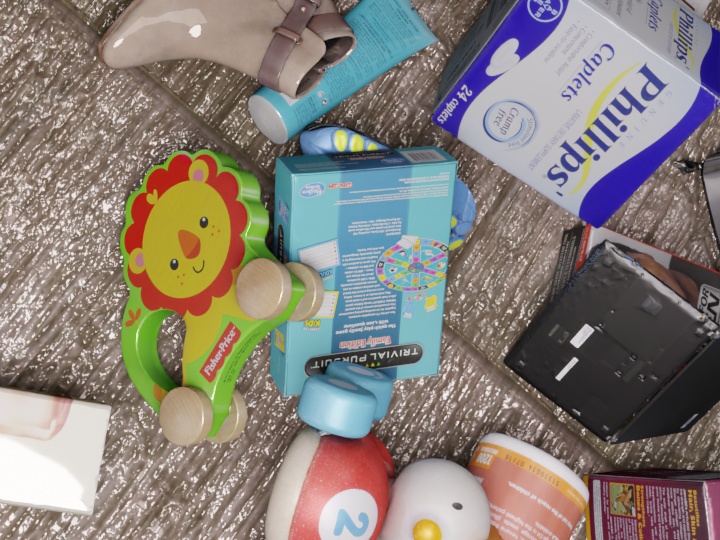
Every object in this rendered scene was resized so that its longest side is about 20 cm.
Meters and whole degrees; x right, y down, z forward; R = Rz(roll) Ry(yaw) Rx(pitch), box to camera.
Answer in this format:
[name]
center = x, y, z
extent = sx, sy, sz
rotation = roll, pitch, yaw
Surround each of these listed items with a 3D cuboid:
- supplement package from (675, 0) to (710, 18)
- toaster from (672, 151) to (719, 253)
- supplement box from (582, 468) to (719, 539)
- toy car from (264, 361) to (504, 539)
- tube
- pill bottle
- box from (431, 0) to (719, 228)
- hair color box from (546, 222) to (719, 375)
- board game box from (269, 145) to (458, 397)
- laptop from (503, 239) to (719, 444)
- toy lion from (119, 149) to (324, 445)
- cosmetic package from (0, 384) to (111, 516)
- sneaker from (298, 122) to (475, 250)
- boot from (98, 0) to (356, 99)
[supplement package]
center = 0.276, -0.299, 1.202
extent = 0.119, 0.121, 0.202
rotation = 34, 73, -13
[toaster]
center = 0.449, -0.057, 1.242
extent = 0.197, 0.118, 0.184
rotation = -17, 89, -21
[supplement box]
center = 0.288, 0.238, 1.103
extent = 0.084, 0.200, 0.113
rotation = -1, 84, -21
[toy car]
center = 0.034, 0.196, 0.988
extent = 0.197, 0.177, 0.187
rotation = 17, 95, 9
[tube]
center = -0.015, -0.192, 1.122
extent = 0.200, 0.050, 0.078
rotation = -41, 103, -25
[pill bottle]
center = 0.112, 0.256, 1.082
extent = 0.111, 0.112, 0.202
rotation = 35, 73, -13
[box]
center = 0.196, -0.173, 1.107
extent = 0.198, 0.184, 0.106
rotation = 30, 42, -11
[hair color box]
center = 0.284, 0.036, 1.199
extent = 0.197, 0.061, 0.103
rotation = 19, 78, -17
[board game box]
center = 0.000, 0.000, 1.057
extent = 0.148, 0.047, 0.203
rotation = -6, 115, -21
[laptop]
center = 0.269, 0.068, 1.145
extent = 0.199, 0.178, 0.103
rotation = 37, 38, 3
[toy lion]
center = -0.136, 0.012, 1.006
extent = 0.191, 0.068, 0.202
rotation = 41, 107, 27
[cosmetic package]
center = -0.302, 0.128, 0.946
extent = 0.197, 0.103, 0.089
rotation = 13, 80, -20
[sneaker]
center = 0.027, -0.082, 1.108
extent = 0.198, 0.083, 0.071
rotation = 27, 102, -30
[boot]
center = -0.104, -0.196, 1.049
extent = 0.146, 0.071, 0.200
rotation = 39, 61, 16
